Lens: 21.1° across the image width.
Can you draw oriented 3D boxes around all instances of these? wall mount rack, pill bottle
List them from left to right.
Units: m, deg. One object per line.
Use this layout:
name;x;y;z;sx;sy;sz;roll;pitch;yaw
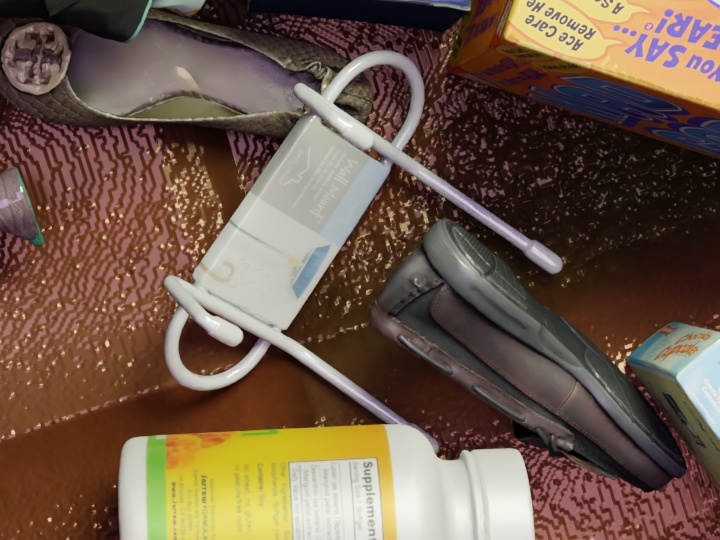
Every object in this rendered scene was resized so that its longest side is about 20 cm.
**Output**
pill bottle;-0.017;0.134;0.956;0.198;0.111;0.112;-2;92;-4
wall mount rack;0.000;0.000;0.972;0.173;0.075;0.201;30;97;-42

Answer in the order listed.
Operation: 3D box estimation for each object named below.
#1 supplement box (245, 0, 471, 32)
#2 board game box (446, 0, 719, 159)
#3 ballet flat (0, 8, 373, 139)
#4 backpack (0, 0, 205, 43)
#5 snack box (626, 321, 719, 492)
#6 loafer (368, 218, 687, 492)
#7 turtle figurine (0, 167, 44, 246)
supplement box;0.005;-0.227;0.950;0.108;0.110;0.202;5;91;-4
board game box;0.173;-0.167;0.918;0.198;0.200;0.202;16;91;-5
ballet flat;-0.091;-0.098;0.977;0.198;0.046;0.068;9;90;-5
backpack;-0.138;-0.217;0.897;0.152;0.200;0.177;2;118;-44
snack box;0.214;0.118;0.971;0.037;0.116;0.201;-37;94;-3
loafer;0.084;0.054;0.971;0.063;0.072;0.200;-41;119;14
turtle figurine;-0.265;-0.023;0.945;0.198;0.101;0.151;-22;93;-9
